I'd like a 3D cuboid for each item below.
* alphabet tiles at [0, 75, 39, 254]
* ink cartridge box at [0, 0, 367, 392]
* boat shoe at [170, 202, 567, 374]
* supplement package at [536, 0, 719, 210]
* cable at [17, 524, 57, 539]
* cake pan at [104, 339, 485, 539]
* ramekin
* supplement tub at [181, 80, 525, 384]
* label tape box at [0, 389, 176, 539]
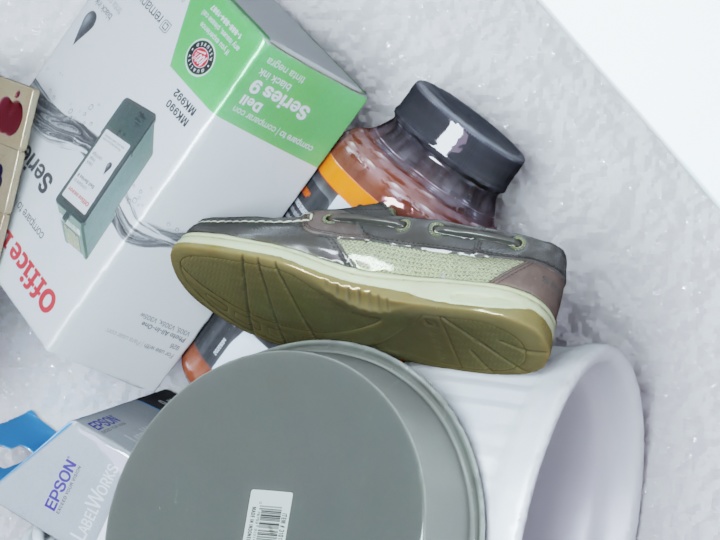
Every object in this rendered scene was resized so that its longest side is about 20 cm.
[{"bbox_3d":[-0.252,-0.039,1.262,0.200,0.008,0.168,22,101,46],"label":"alphabet tiles"},{"bbox_3d":[-0.111,-0.060,1.208,0.200,0.084,0.146,-54,45,12],"label":"ink cartridge box"},{"bbox_3d":[0.006,0.001,1.117,0.200,0.072,0.066,10,54,24],"label":"boat shoe"},{"bbox_3d":[0.176,-0.152,1.123,0.152,0.151,0.200,-42,83,13],"label":"supplement package"},{"bbox_3d":[-0.110,0.210,1.197,0.069,0.200,0.200,-53,50,11],"label":"cable"},{"bbox_3d":[-0.038,0.125,1.076,0.199,0.037,0.201,-10,68,25],"label":"cake pan"},{"bbox_3d":[0.066,0.129,1.151,0.097,0.200,0.202,10,96,23],"label":"ramekin"},{"bbox_3d":[0.000,0.000,1.202,0.107,0.107,0.200,38,102,9],"label":"supplement tub"},{"bbox_3d":[-0.110,0.112,1.219,0.199,0.143,0.066,30,101,11],"label":"label tape box"}]
